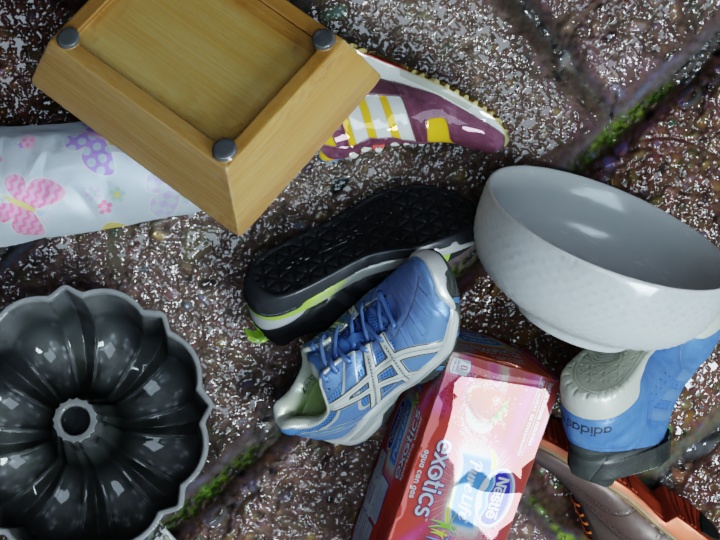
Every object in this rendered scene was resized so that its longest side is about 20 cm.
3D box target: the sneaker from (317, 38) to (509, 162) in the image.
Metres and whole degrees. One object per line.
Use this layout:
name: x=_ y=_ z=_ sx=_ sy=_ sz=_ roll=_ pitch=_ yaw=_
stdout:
sneaker: x=0.010 y=-0.114 z=1.420 sx=0.199 sy=0.075 sz=0.090 roll=23 pitch=96 yaw=-5

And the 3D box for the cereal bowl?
cereal bowl: x=0.171 y=0.002 z=1.412 sx=0.199 sy=0.200 sz=0.084 roll=17 pitch=112 yaw=-13

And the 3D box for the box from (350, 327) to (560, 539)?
box: x=0.071 y=0.151 z=1.475 sx=0.095 sy=0.100 sz=0.201 roll=16 pitch=100 yaw=-14

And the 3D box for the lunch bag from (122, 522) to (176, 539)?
lunch bag: x=-0.159 y=0.306 z=1.461 sx=0.200 sy=0.139 sz=0.168 roll=47 pitch=76 yaw=-17

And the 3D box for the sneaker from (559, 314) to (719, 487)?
sneaker: x=0.223 y=0.090 z=1.480 sx=0.200 sy=0.077 sz=0.112 roll=-39 pitch=137 yaw=-41

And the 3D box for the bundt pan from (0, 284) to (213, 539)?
bundt pan: x=-0.206 y=0.117 z=1.407 sx=0.201 sy=0.076 sz=0.203 roll=0 pitch=76 yaw=1

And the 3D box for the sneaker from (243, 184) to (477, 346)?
sneaker: x=0.000 y=0.000 z=1.459 sx=0.199 sy=0.072 sz=0.083 roll=-20 pitch=139 yaw=-9

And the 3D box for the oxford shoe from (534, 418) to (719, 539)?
oxford shoe: x=0.195 y=0.189 z=1.523 sx=0.200 sy=0.071 sz=0.073 roll=36 pitch=107 yaw=-10

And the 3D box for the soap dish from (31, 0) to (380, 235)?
soap dish: x=-0.110 y=-0.142 z=1.327 sx=0.200 sy=0.081 sz=0.157 roll=36 pitch=72 yaw=18

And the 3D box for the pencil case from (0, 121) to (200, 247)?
pencil case: x=-0.198 y=-0.073 z=1.387 sx=0.199 sy=0.083 sz=0.091 roll=-11 pitch=108 yaw=-6

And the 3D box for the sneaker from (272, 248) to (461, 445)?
sneaker: x=0.006 y=0.064 z=1.413 sx=0.077 sy=0.076 sz=0.200 roll=0 pitch=135 yaw=-40
